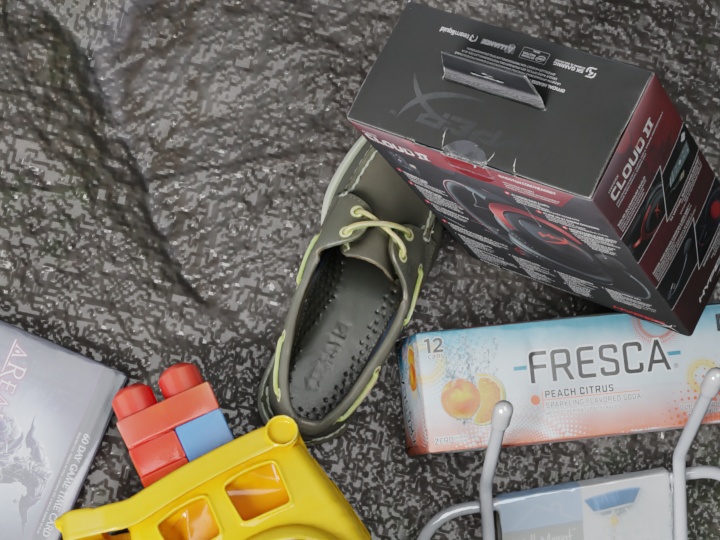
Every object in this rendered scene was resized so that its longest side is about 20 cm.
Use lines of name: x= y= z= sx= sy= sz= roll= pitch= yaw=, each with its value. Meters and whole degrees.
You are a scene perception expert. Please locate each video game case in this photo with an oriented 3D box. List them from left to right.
video game case: x=-0.244 y=0.083 z=1.071 sx=0.199 sy=0.019 sz=0.143 roll=23 pitch=80 yaw=-5

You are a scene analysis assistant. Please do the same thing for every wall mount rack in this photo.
wall mount rack: x=0.129 y=0.131 z=1.078 sx=0.199 sy=0.075 sz=0.175 roll=-8 pitch=109 yaw=-10

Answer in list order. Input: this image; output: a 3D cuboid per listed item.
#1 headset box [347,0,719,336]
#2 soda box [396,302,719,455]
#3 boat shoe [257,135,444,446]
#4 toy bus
headset box: x=0.096 y=-0.055 z=1.026 sx=0.148 sy=0.200 sz=0.075 roll=21 pitch=77 yaw=32
soda box: x=0.123 y=0.060 z=1.110 sx=0.199 sy=0.064 sz=0.069 roll=-5 pitch=84 yaw=-11
boat shoe: x=0.003 y=0.001 z=1.098 sx=0.072 sy=0.060 sz=0.202 roll=24 pitch=80 yaw=-6
toy bus: x=-0.095 y=0.156 z=1.038 sx=0.199 sy=0.136 sz=0.193 roll=-28 pitch=75 yaw=-9
